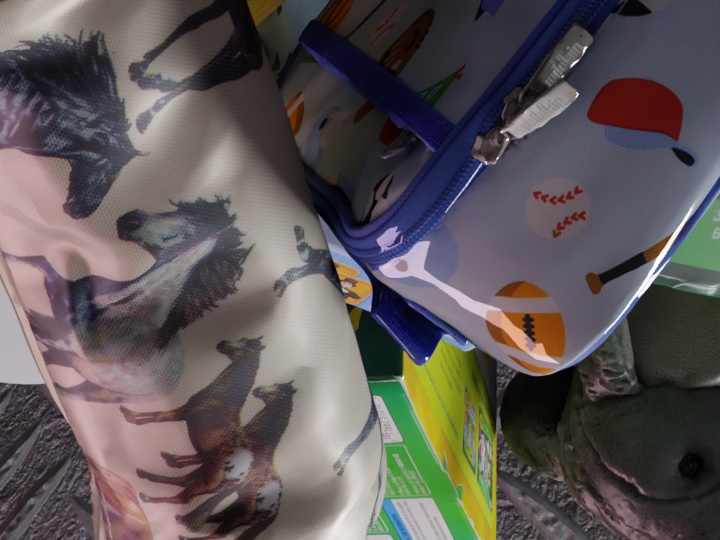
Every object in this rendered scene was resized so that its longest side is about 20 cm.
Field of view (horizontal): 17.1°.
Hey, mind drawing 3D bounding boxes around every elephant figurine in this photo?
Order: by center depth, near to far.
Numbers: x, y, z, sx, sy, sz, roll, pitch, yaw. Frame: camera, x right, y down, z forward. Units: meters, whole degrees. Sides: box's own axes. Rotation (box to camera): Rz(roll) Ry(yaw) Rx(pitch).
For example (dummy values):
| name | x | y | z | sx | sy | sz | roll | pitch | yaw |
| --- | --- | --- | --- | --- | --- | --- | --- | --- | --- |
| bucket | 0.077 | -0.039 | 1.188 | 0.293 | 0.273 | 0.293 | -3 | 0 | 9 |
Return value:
| name | x | y | z | sx | sy | sz | roll | pitch | yaw |
| --- | --- | --- | --- | --- | --- | --- | --- | --- | --- |
| elephant figurine | 0.117 | 0.042 | 0.889 | 0.155 | 0.200 | 0.142 | 9 | 122 | 43 |

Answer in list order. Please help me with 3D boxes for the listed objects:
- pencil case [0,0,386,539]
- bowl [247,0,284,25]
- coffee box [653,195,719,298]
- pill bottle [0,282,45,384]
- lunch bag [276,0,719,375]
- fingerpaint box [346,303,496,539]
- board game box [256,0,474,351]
| name | x | y | z | sx | sy | sz | roll | pitch | yaw |
| --- | --- | --- | --- | --- | --- | --- | --- | --- | --- |
| pencil case | -0.053 | -0.004 | 0.571 | 0.078 | 0.089 | 0.200 | -122 | 12 | -57 |
| bowl | -0.049 | -0.154 | 0.615 | 0.108 | 0.200 | 0.200 | -14 | 145 | 35 |
| coffee box | 0.114 | -0.050 | 0.848 | 0.123 | 0.044 | 0.200 | 12 | -156 | -22 |
| pill bottle | -0.105 | -0.069 | 0.774 | 0.112 | 0.112 | 0.200 | 36 | -139 | -44 |
| lunch bag | 0.044 | -0.059 | 0.607 | 0.076 | 0.160 | 0.200 | 38 | -176 | -16 |
| fingerpaint box | 0.000 | 0.000 | 0.854 | 0.073 | 0.167 | 0.200 | -3 | 156 | 11 |
| board game box | -0.036 | -0.078 | 0.721 | 0.200 | 0.151 | 0.037 | 21 | 150 | -24 |
